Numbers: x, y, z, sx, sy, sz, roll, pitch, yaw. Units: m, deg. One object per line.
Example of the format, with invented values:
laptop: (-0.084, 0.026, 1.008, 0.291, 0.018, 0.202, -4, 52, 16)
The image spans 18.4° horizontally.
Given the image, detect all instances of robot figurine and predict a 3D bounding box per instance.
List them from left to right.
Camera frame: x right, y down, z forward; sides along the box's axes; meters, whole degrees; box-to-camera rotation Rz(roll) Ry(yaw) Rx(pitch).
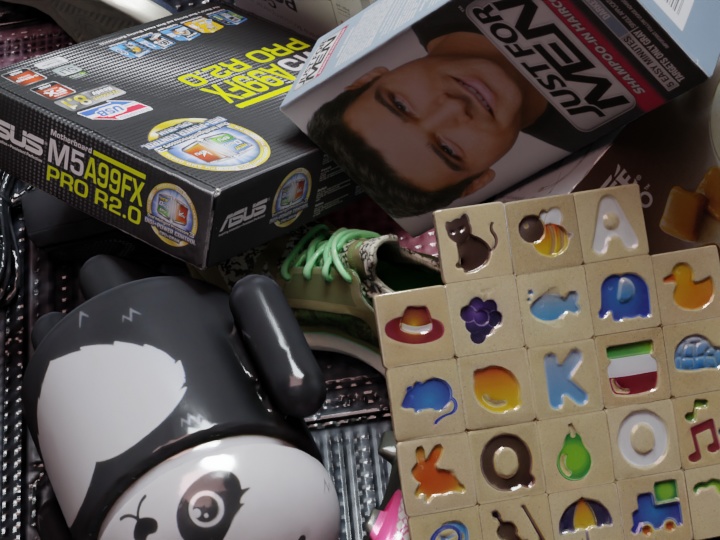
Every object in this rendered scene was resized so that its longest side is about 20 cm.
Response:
robot figurine: (-0.089, 0.083, 1.058, 0.124, 0.151, 0.200, -15, 50, -19)

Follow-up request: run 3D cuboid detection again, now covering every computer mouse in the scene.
computer mouse: (-0.128, -0.044, 1.212, 0.199, 0.053, 0.139, -3, 51, 7)

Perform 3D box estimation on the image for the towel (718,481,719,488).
towel: (0.243, 0.072, 1.071, 0.199, 0.037, 0.149, 11, 55, 17)

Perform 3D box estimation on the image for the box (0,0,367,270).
box: (-0.076, -0.076, 1.148, 0.160, 0.044, 0.200, 25, 31, 29)

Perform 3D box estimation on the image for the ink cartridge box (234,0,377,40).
ink cartridge box: (-0.009, -0.193, 1.217, 0.146, 0.200, 0.083, 32, 66, 29)

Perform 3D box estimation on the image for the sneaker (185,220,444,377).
sneaker: (0.000, 0.000, 1.124, 0.199, 0.089, 0.077, 23, 56, 16)

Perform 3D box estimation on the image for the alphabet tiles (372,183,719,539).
alphabet tiles: (0.095, 0.065, 1.014, 0.166, 0.006, 0.201, -9, 90, -13)

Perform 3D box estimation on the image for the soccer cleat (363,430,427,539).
soccer cleat: (0.036, 0.135, 1.036, 0.086, 0.070, 0.201, 25, 66, -6)

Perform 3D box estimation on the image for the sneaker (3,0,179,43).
sneaker: (-0.163, -0.188, 1.318, 0.200, 0.075, 0.085, 30, 66, 28)

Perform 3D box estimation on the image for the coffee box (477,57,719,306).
coffee box: (0.154, -0.050, 1.086, 0.200, 0.114, 0.080, -49, 23, -8)

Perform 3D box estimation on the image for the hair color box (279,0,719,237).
hair color box: (0.066, -0.100, 1.045, 0.200, 0.099, 0.061, -28, 26, 44)
